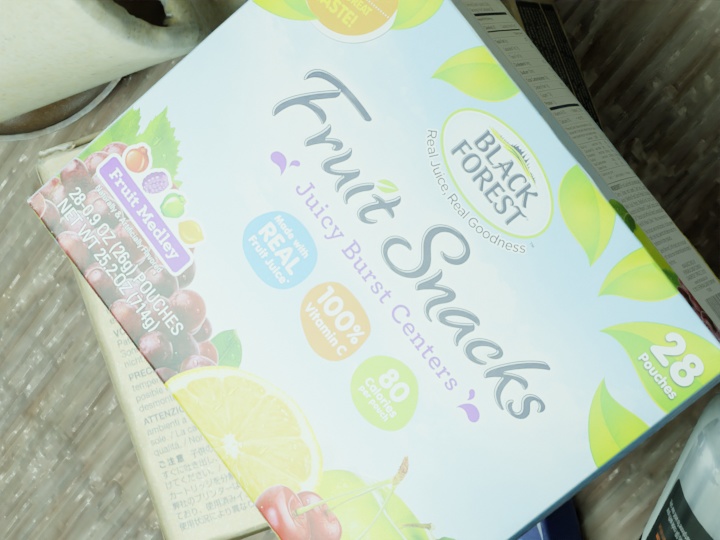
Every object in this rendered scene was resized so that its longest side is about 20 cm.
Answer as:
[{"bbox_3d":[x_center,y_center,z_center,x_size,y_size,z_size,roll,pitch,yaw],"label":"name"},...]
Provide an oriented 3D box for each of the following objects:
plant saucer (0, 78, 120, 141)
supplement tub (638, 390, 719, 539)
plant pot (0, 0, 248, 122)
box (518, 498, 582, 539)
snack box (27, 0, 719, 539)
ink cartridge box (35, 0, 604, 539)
[{"bbox_3d":[-0.156,-0.155,1.124,0.200,0.032,0.201,10,109,30],"label":"plant saucer"},{"bbox_3d":[0.144,0.147,0.964,0.122,0.122,0.200,34,120,20],"label":"supplement tub"},{"bbox_3d":[-0.139,-0.132,0.969,0.183,0.200,0.201,-7,101,39],"label":"plant pot"},{"bbox_3d":[0.031,0.105,1.081,0.121,0.032,0.200,-7,99,35],"label":"box"},{"bbox_3d":[0.011,0.000,0.926,0.169,0.068,0.200,-39,83,18],"label":"snack box"},{"bbox_3d":[0.000,0.000,1.006,0.200,0.075,0.165,-19,86,21],"label":"ink cartridge box"}]
